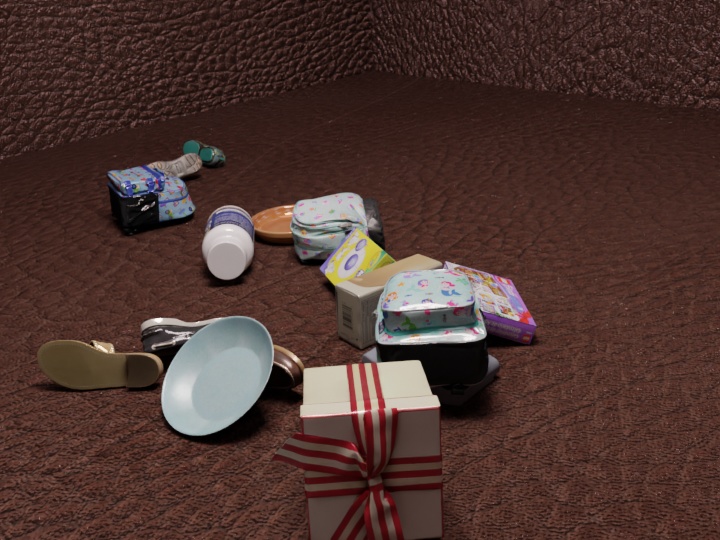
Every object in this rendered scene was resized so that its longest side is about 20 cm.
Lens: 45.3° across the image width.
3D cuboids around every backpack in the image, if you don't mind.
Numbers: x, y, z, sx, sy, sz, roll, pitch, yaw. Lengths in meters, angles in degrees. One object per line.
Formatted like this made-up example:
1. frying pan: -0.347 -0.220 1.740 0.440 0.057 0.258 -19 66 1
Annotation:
1. backpack: -0.052 -0.092 1.863 0.195 0.129 0.168 -8 26 -1
2. backpack: 0.105 0.082 1.314 0.173 0.154 0.200 -3 17 5
3. backpack: -0.520 -0.187 2.166 0.196 0.137 0.182 -12 24 -25

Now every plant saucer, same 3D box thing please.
1. plant saucer: -0.209 0.165 1.308 0.197 0.039 0.204 -17 49 20
2. plant saucer: -0.162 -0.107 2.037 0.195 0.038 0.201 -3 23 1

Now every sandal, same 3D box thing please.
1. sandal: -0.422 0.156 1.430 0.207 0.079 0.070 5 3 6

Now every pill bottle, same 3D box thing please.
1. pill bottle: -0.280 -0.056 1.834 0.109 0.113 0.201 -6 22 -4

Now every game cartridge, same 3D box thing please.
1. game cartridge: 0.105 0.152 1.371 0.197 0.042 0.132 15 25 39

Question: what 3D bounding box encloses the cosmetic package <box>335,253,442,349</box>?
1. cosmetic package: 0.053 0.052 1.530 0.197 0.107 0.071 -19 28 -35

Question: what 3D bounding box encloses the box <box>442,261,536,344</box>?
1. box: 0.220 0.054 1.522 0.134 0.040 0.201 15 20 -9

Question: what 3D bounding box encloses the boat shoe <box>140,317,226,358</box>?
1. boat shoe: -0.276 0.120 1.478 0.196 0.074 0.061 3 59 -27

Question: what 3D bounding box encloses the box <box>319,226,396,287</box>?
1. box: 0.000 0.000 1.660 0.118 0.048 0.200 -49 31 1

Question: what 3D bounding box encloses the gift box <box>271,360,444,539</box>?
1. gift box: -0.002 0.226 1.033 0.196 0.189 0.187 -9 13 -3

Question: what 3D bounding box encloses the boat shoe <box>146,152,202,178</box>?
1. boat shoe: -0.554 -0.281 2.500 0.197 0.076 0.073 -17 0 -19

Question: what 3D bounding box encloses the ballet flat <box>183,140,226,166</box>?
1. ballet flat: -0.480 -0.357 2.675 0.073 0.076 0.199 -19 28 -32

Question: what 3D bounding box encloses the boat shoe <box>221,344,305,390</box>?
1. boat shoe: -0.172 0.156 1.369 0.197 0.072 0.070 7 28 42
